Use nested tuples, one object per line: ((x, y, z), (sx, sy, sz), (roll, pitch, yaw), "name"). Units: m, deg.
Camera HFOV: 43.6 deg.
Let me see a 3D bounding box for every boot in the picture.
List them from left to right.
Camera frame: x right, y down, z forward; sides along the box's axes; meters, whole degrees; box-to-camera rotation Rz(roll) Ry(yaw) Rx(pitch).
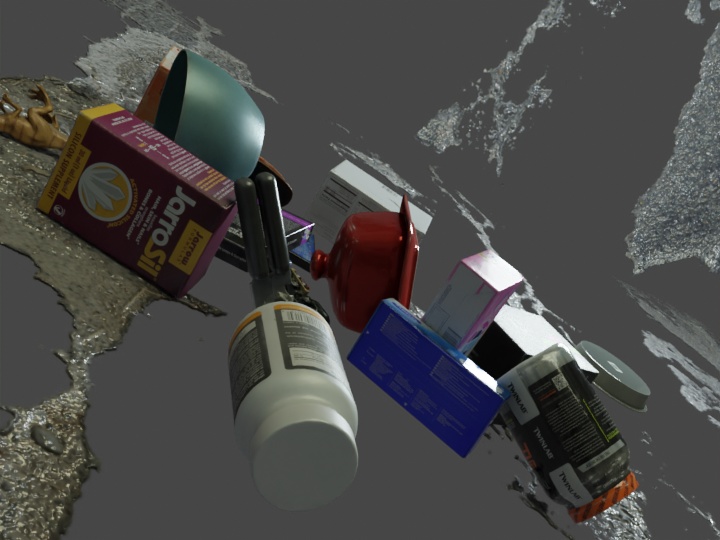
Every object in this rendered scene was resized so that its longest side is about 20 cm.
((-0.200, -0.170, 1.437), (0.197, 0.075, 0.097), (24, 21, -23), "boot")

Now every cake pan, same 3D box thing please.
((0.516, 0.213, 1.854), (0.198, 0.037, 0.201), (31, 17, -10), "cake pan")

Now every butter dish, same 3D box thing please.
((0.000, 0.000, 1.272), (0.144, 0.205, 0.200), (7, 19, -2), "butter dish")

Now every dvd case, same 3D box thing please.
((-0.157, -0.073, 1.410), (0.198, 0.018, 0.143), (30, 17, -15), "dvd case")

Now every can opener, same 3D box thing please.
((-0.115, -0.016, 1.061), (0.052, 0.205, 0.067), (-16, 20, -22), "can opener")

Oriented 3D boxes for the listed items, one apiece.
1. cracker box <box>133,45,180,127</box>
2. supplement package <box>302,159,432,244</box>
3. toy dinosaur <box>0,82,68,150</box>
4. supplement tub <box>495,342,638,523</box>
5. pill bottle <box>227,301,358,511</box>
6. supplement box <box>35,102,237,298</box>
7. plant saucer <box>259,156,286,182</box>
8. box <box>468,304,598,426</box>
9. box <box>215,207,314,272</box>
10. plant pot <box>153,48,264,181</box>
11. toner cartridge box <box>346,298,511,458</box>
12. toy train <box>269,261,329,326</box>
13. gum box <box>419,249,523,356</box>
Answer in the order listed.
((-0.325, -0.283, 1.480), (0.057, 0.135, 0.201), (27, 17, -16), "cracker box")
((0.015, -0.091, 1.627), (0.198, 0.112, 0.156), (34, 16, 1), "supplement package")
((-0.417, -0.181, 1.183), (0.197, 0.061, 0.108), (20, 44, -25), "toy dinosaur")
((0.261, 0.207, 1.149), (0.203, 0.122, 0.122), (60, 24, 14), "supplement tub")
((-0.064, 0.123, 0.846), (0.115, 0.118, 0.201), (26, 18, -22), "pill bottle")
((-0.253, -0.083, 1.053), (0.198, 0.132, 0.103), (32, 17, -2), "supplement box")
((-0.222, -0.187, 1.593), (0.198, 0.033, 0.201), (32, 16, -10), "plant saucer")
((0.228, 0.142, 1.344), (0.198, 0.126, 0.149), (16, 24, -43), "box")
((-0.166, -0.062, 1.250), (0.141, 0.037, 0.200), (26, 20, 14), "box")
((-0.213, -0.195, 1.280), (0.132, 0.203, 0.201), (12, 23, -24), "plant pot")
((0.085, 0.134, 1.142), (0.199, 0.096, 0.043), (39, 16, 17), "toner cartridge box")
((-0.092, 0.021, 1.236), (0.045, 0.034, 0.200), (22, 20, -40), "toy train")
((0.125, 0.077, 1.206), (0.066, 0.202, 0.113), (39, 23, 16), "gum box")
